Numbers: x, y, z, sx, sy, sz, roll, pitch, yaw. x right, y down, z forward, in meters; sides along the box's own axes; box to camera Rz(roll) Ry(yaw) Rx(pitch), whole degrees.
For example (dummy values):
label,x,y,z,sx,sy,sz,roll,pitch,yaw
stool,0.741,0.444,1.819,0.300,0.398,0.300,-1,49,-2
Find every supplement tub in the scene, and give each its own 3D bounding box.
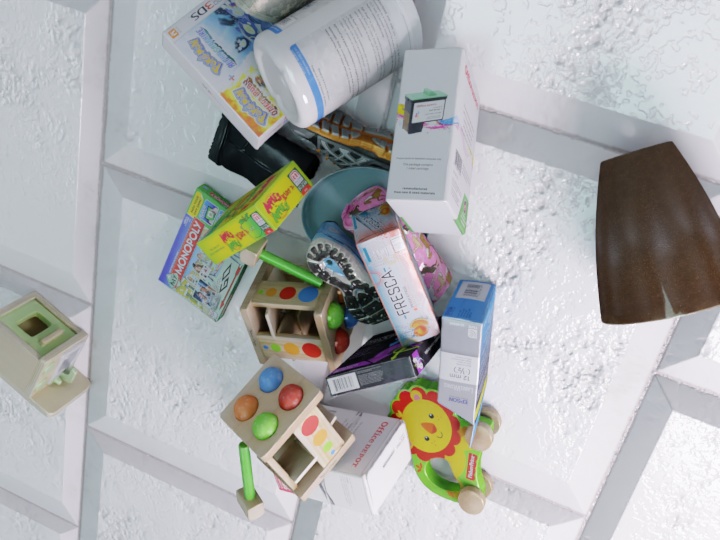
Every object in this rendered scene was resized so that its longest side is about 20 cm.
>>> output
label,x,y,z,sx,sy,sz,roll,pitch,yaw
supplement tub,-0.030,-0.293,0.969,0.198,0.132,0.134,-33,99,-13

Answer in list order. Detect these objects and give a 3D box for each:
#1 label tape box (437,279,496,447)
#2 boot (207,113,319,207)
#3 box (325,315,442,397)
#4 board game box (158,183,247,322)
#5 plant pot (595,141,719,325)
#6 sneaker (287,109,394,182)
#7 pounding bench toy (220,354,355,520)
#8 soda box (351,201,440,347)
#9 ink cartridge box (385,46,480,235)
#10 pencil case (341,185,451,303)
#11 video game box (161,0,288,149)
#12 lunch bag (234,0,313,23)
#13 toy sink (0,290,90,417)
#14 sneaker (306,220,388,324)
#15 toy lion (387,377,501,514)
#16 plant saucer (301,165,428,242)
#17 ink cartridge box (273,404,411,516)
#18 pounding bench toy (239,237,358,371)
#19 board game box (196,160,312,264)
label,x,y,z,sx,sy,sz,roll,pitch,yaw
label tape box,0.158,0.136,1.108,0.064,0.143,0.205,9,113,15
boot,-0.131,-0.210,1.123,0.166,0.077,0.203,30,117,6
box,0.048,0.127,1.116,0.140,0.199,0.037,-18,95,25
board game box,-0.259,-0.027,1.270,0.133,0.029,0.202,33,118,5
plant pot,0.379,-0.054,0.949,0.183,0.186,0.206,-15,90,25
sneaker,-0.018,-0.178,1.082,0.196,0.079,0.078,23,128,-3
pounding bench toy,-0.137,0.261,1.109,0.123,0.200,0.157,27,158,43
soda box,0.050,0.008,1.010,0.062,0.069,0.203,-19,127,7
ink cartridge box,0.100,-0.166,0.967,0.082,0.145,0.206,4,78,18
pencil case,0.054,-0.033,1.076,0.086,0.083,0.201,-38,125,3
video game box,-0.149,-0.307,1.042,0.200,0.047,0.182,46,74,0
lunch bag,-0.080,-0.419,0.952,0.117,0.200,0.164,44,119,-2
toy sink,-0.614,0.157,1.419,0.199,0.130,0.113,40,118,3
sneaker,0.000,0.000,1.106,0.077,0.091,0.201,-21,128,26
toy lion,0.133,0.284,1.228,0.187,0.068,0.205,13,115,24
plant saucer,0.009,-0.082,1.107,0.194,0.028,0.203,3,136,3
ink cartridge box,-0.032,0.308,1.225,0.196,0.146,0.087,2,119,33
pounding bench toy,-0.092,0.039,1.142,0.152,0.126,0.203,3,132,19
board game box,-0.161,-0.083,1.098,0.048,0.102,0.198,47,145,-15
